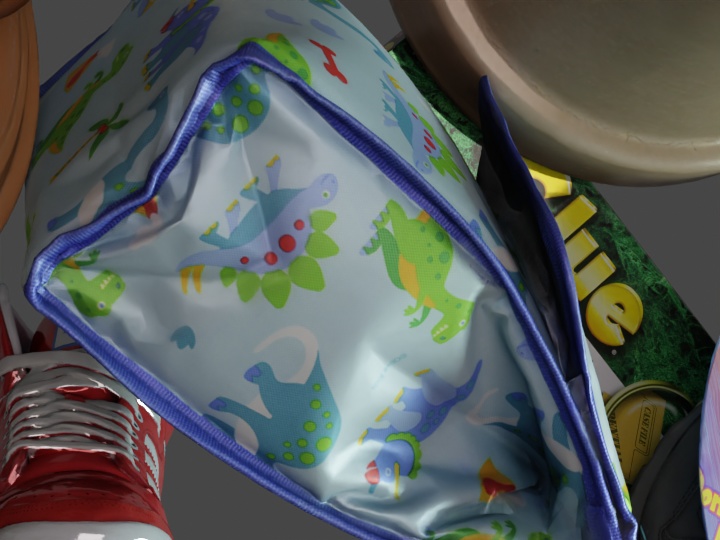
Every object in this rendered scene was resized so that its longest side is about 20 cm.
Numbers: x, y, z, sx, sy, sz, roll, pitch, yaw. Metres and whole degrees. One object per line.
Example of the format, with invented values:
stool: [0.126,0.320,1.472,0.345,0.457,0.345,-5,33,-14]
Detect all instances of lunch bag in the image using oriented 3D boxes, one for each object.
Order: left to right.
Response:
lunch bag: [0.000,0.000,0.802,0.127,0.170,0.200,-44,109,11]

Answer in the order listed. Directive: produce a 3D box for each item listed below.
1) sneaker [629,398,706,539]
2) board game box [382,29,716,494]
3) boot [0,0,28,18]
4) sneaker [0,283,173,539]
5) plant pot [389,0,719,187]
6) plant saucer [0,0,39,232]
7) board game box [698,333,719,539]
sneaker: [0.125,0.140,0.898,0.075,0.079,0.201,15,94,-24]
board game box: [0.052,0.013,0.924,0.105,0.023,0.200,-41,98,-11]
boot: [-0.047,-0.144,0.775,0.155,0.076,0.201,28,70,-45]
sneaker: [-0.087,0.052,0.807,0.071,0.200,0.113,6,81,-8]
plant pot: [0.124,-0.134,0.850,0.199,0.174,0.202,1,86,-20]
plant saucer: [-0.161,-0.083,0.716,0.200,0.032,0.202,27,54,-44]
board game box: [0.201,0.076,0.901,0.200,0.039,0.159,42,60,-24]
